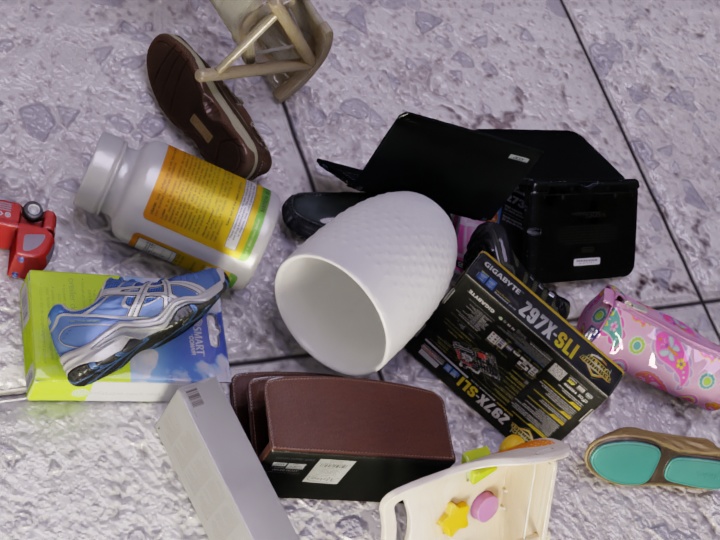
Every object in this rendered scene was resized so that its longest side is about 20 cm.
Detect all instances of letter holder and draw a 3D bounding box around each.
[{"bbox_3d":[-0.022,0.147,1.464,0.197,0.101,0.144,7,54,-23],"label":"letter holder"}]

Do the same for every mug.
[{"bbox_3d":[0.000,0.000,1.526,0.175,0.198,0.149,-42,120,-39],"label":"mug"}]

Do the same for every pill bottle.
[{"bbox_3d":[-0.193,-0.067,1.508,0.198,0.111,0.112,24,51,-12],"label":"pill bottle"}]

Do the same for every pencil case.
[{"bbox_3d":[0.352,0.091,1.704,0.198,0.088,0.088,27,51,-10],"label":"pencil case"}]

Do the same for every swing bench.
[{"bbox_3d":[-0.139,-0.318,1.643,0.200,0.129,0.199,56,20,15],"label":"swing bench"}]

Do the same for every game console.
[{"bbox_3d":[0.236,-0.081,1.765,0.198,0.116,0.179,-4,99,-40],"label":"game console"}]

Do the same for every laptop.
[{"bbox_3d":[0.072,-0.125,1.598,0.175,0.105,0.200,13,11,-23],"label":"laptop"}]

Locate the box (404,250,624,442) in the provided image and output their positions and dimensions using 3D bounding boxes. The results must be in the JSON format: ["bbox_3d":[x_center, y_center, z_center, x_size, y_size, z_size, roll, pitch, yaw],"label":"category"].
[{"bbox_3d":[0.161,0.095,1.553,0.199,0.160,0.049,40,51,4],"label":"box"}]

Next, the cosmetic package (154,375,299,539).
[{"bbox_3d":[-0.125,0.210,1.381,0.050,0.083,0.202,-16,68,-36],"label":"cosmetic package"}]

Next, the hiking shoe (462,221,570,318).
[{"bbox_3d":[0.184,0.037,1.641,0.100,0.075,0.203,-18,91,-33],"label":"hiking shoe"}]

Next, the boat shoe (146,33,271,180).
[{"bbox_3d":[-0.169,-0.181,1.633,0.074,0.075,0.204,-6,59,-56],"label":"boat shoe"}]

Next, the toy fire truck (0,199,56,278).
[{"bbox_3d":[-0.399,-0.013,1.406,0.197,0.049,0.143,13,55,-20],"label":"toy fire truck"}]

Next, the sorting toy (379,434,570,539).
[{"bbox_3d":[0.096,0.253,1.420,0.178,0.203,0.107,-7,26,-27],"label":"sorting toy"}]

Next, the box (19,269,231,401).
[{"bbox_3d":[-0.234,0.067,1.439,0.197,0.048,0.123,4,59,-25],"label":"box"}]

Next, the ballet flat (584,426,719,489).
[{"bbox_3d":[0.331,0.210,1.639,0.197,0.069,0.063,13,26,-22],"label":"ballet flat"}]

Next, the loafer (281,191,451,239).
[{"bbox_3d":[0.008,-0.063,1.635,0.198,0.071,0.069,8,54,-23],"label":"loafer"}]

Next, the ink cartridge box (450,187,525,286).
[{"bbox_3d":[0.157,-0.053,1.731,0.094,0.037,0.202,24,49,-12],"label":"ink cartridge box"}]

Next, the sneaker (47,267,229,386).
[{"bbox_3d":[-0.210,0.035,1.392,0.199,0.076,0.078,-27,78,-38],"label":"sneaker"}]
